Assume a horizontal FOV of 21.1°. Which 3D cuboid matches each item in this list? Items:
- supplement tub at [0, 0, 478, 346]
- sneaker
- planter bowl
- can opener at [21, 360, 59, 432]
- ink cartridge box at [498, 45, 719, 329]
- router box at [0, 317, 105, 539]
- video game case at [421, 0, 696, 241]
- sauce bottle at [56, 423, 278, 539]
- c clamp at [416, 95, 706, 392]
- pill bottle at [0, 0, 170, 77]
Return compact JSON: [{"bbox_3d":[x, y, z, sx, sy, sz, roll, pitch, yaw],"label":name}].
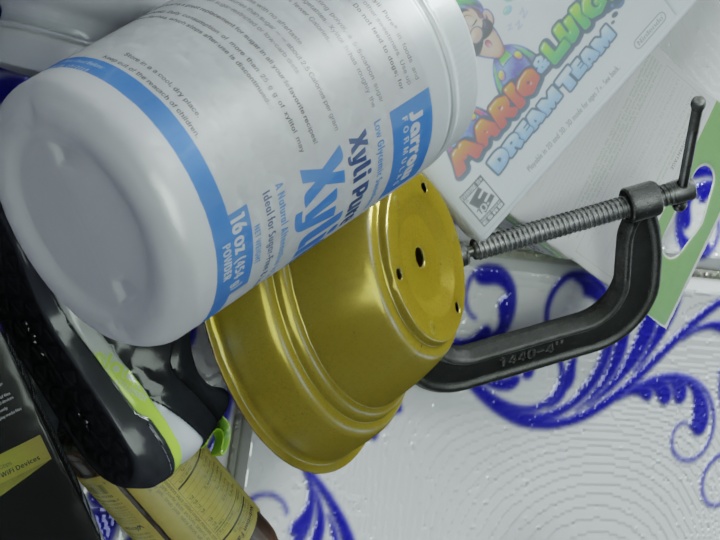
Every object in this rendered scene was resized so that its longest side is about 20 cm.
[{"bbox_3d":[-0.055,-0.066,0.881,0.200,0.132,0.133,-35,117,-34],"label":"supplement tub"},{"bbox_3d":[-0.130,0.011,0.940,0.083,0.072,0.201,-35,103,-34],"label":"sneaker"},{"bbox_3d":[0.000,0.000,1.009,0.200,0.083,0.202,37,47,-53],"label":"planter bowl"},{"bbox_3d":[-0.146,0.031,0.991,0.067,0.053,0.201,18,89,-34],"label":"can opener"},{"bbox_3d":[0.146,-0.072,1.178,0.200,0.048,0.146,34,79,-40],"label":"ink cartridge box"},{"bbox_3d":[-0.236,0.118,0.911,0.199,0.052,0.158,-24,113,-9],"label":"router box"},{"bbox_3d":[0.076,-0.148,1.044,0.200,0.024,0.182,-48,120,-9],"label":"video game case"},{"bbox_3d":[-0.087,0.141,1.046,0.065,0.065,0.200,-46,122,-19],"label":"sauce bottle"},{"bbox_3d":[0.109,-0.008,1.129,0.199,0.027,0.171,-20,135,-12],"label":"c clamp"},{"bbox_3d":[-0.121,-0.189,0.932,0.112,0.112,0.201,15,90,-35],"label":"pill bottle"}]
